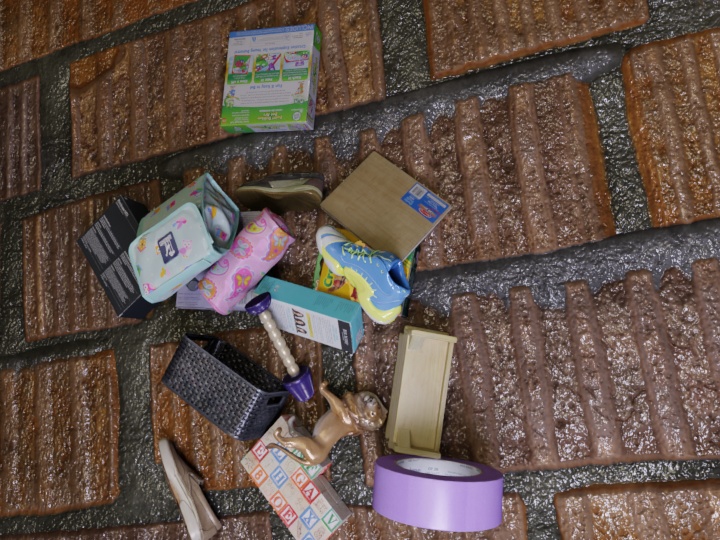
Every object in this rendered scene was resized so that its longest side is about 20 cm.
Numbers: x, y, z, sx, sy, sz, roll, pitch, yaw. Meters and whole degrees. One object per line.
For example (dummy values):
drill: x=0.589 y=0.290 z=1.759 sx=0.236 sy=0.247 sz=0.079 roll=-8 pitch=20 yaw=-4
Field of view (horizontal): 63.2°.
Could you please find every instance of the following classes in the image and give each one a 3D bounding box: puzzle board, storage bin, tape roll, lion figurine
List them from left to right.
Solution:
storage bin: x=-0.239 y=0.206 z=1.052 sx=0.197 sy=0.135 sz=0.096 roll=31 pitch=91 yaw=19
lion figurine: x=-0.055 y=0.270 z=0.995 sx=0.199 sy=0.073 sz=0.123 roll=-43 pitch=81 yaw=-13
puzzle board: x=0.043 y=-0.112 z=1.041 sx=0.151 sy=0.018 sz=0.199 roll=-44 pitch=62 yaw=-13
tape roll: x=0.116 y=0.330 z=0.884 sx=0.193 sy=0.200 sz=0.068 roll=1 pitch=81 yaw=18

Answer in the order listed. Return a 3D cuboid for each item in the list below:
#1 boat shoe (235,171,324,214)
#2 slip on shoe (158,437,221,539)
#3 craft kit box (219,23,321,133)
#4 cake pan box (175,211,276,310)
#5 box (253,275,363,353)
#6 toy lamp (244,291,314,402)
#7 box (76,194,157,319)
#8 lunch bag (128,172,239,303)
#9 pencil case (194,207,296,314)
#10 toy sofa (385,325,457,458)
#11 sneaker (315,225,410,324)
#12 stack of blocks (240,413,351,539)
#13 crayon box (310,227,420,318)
boat shoe: x=-0.151 y=-0.152 z=1.120 sx=0.194 sy=0.074 sz=0.066 roll=5 pitch=57 yaw=26
slip on shoe: x=-0.322 y=0.403 z=1.093 sx=0.059 sy=0.077 sz=0.202 roll=-19 pitch=62 yaw=-27
craft kit box: x=-0.179 y=-0.382 z=1.174 sx=0.193 sy=0.048 sz=0.205 roll=3 pitch=80 yaw=18
cake pan box: x=-0.260 y=-0.017 z=1.140 sx=0.193 sy=0.052 sz=0.191 roll=-1 pitch=83 yaw=18
box: x=-0.092 y=0.077 z=1.048 sx=0.194 sy=0.084 sz=0.050 roll=15 pitch=48 yaw=19
toy lamp: x=-0.138 y=0.140 z=1.031 sx=0.057 sy=0.058 sz=0.204 roll=-22 pitch=105 yaw=12
box: x=-0.466 y=-0.026 z=1.193 sx=0.141 sy=0.079 sz=0.202 roll=-41 pitch=72 yaw=11
lunch bag: x=-0.309 y=-0.052 z=1.032 sx=0.167 sy=0.123 sz=0.203 roll=-30 pitch=35 yaw=14
pencil case: x=-0.206 y=-0.016 z=1.056 sx=0.087 sy=0.087 sz=0.201 roll=44 pitch=96 yaw=19
toy sofa: x=0.100 y=0.201 z=0.981 sx=0.080 sy=0.098 sz=0.207 roll=9 pitch=84 yaw=-6
sneaker: x=0.013 y=-0.016 z=0.971 sx=0.201 sy=0.075 sz=0.105 roll=50 pitch=125 yaw=7
stack of blocks: x=-0.104 y=0.369 z=1.024 sx=0.115 sy=0.058 sz=0.200 roll=-45 pitch=71 yaw=6
crayon box: x=0.000 y=0.000 z=1.052 sx=0.194 sy=0.051 sz=0.131 roll=11 pitch=85 yaw=20
